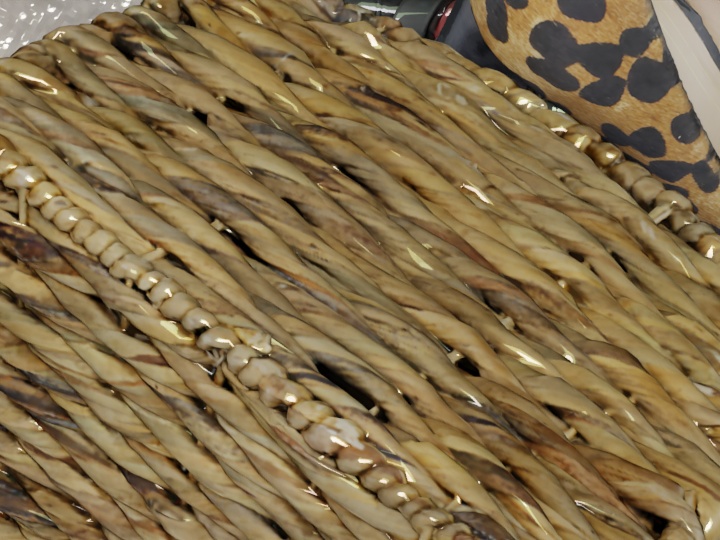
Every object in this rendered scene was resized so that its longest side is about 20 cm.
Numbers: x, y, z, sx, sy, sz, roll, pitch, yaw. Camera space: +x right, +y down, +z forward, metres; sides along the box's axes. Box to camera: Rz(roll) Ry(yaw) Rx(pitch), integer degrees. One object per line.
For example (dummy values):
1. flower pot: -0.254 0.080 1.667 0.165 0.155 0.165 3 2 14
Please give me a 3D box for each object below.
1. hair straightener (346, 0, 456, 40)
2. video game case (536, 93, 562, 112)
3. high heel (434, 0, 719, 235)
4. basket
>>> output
1. hair straightener: 0.073 -0.078 0.832 0.199 0.041 0.077 0 43 -1
2. video game case: 0.139 0.025 0.823 0.199 0.018 0.144 8 79 1
3. high heel: 0.116 -0.040 0.730 0.199 0.143 0.072 15 73 -5
4. basket: -0.003 0.045 0.693 0.200 0.149 0.143 37 42 23
